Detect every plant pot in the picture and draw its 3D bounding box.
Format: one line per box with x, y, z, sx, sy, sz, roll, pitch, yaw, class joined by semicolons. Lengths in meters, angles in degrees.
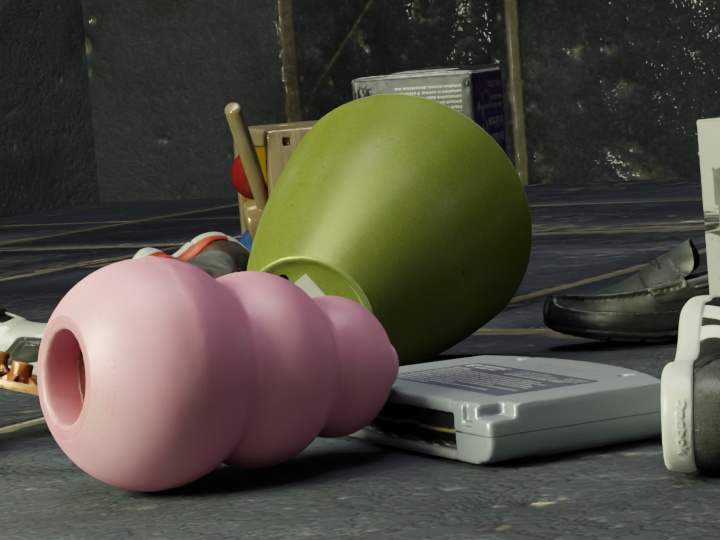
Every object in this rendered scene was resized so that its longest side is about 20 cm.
0.000;0.000;1.751;0.187;0.187;0.200;-3;20;22;plant pot

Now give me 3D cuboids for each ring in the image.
-0.171;0.067;1.551;0.200;0.019;0.200;12;-2;0;ring

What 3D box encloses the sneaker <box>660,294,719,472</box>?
0.219;0.062;1.343;0.112;0.073;0.200;0;14;12;sneaker

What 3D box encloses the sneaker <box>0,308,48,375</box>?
-0.299;0.046;1.912;0.200;0.080;0.074;-2;4;11;sneaker

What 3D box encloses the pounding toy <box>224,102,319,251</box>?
-0.064;-0.067;2.360;0.142;0.184;0.200;-6;5;-13;pounding toy

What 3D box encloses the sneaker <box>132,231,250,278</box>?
-0.131;0.022;2.204;0.082;0.077;0.200;26;18;20;sneaker

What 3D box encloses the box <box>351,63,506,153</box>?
0.063;-0.069;2.170;0.104;0.200;0.148;-3;6;13;box

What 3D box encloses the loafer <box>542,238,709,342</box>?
0.228;0.013;1.826;0.200;0.071;0.068;-4;5;10;loafer

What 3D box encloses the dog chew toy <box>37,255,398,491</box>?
-0.070;0.054;1.394;0.200;0.125;0.124;0;2;-32;dog chew toy

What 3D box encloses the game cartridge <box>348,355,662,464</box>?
0.080;0.076;1.462;0.133;0.041;0.200;-11;7;-26;game cartridge

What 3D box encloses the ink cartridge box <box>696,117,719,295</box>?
0.287;-0.048;1.719;0.116;0.200;0.068;-9;7;-44;ink cartridge box
